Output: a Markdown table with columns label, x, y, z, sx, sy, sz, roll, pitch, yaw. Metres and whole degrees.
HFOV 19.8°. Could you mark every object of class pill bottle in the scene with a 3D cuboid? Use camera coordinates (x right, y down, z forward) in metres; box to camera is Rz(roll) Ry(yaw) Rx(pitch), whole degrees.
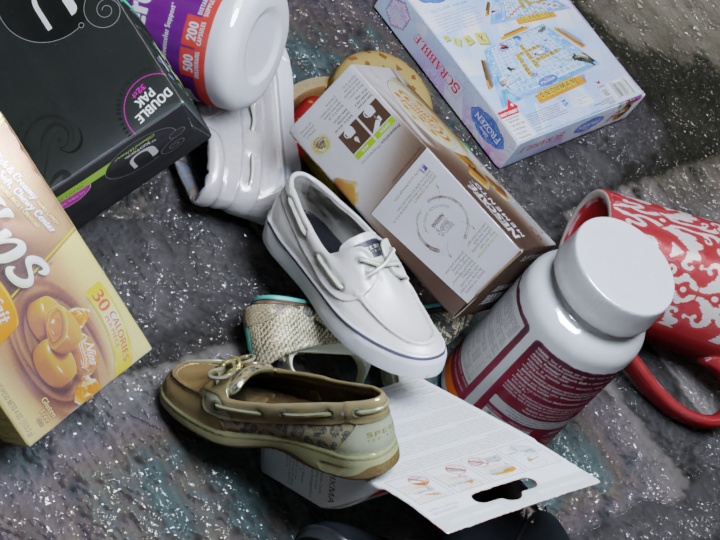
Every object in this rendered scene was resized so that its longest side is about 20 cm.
| label | x | y | z | sx | sy | sz | roll | pitch | yaw |
| --- | --- | --- | --- | --- | --- | --- | --- | --- | --- |
| pill bottle | -0.164 | -0.204 | 1.638 | 0.199 | 0.113 | 0.113 | 18 | 39 | 19 |
| pill bottle | 0.155 | 0.052 | 1.618 | 0.109 | 0.200 | 0.110 | 19 | 47 | -21 |

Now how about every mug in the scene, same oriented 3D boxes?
| label | x | y | z | sx | sy | sz | roll | pitch | yaw |
| --- | --- | --- | --- | --- | --- | --- | --- | --- | --- |
| mug | 0.279 | 0.025 | 1.782 | 0.199 | 0.134 | 0.178 | 19 | 45 | -16 |

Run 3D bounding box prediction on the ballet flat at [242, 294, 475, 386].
| label | x | y | z | sx | sy | sz | roll | pitch | yaw |
| --- | --- | --- | --- | --- | --- | --- | --- | --- | --- |
| ballet flat | 0.000 | 0.060 | 1.616 | 0.199 | 0.068 | 0.076 | 2 | 76 | -27 |

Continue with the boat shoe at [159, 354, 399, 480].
| label | x | y | z | sx | sy | sz | roll | pitch | yaw |
| --- | --- | --- | --- | --- | --- | --- | --- | --- | --- |
| boat shoe | -0.059 | 0.091 | 1.475 | 0.199 | 0.063 | 0.073 | 13 | 32 | 28 |

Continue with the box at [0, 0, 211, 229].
| label | x | y | z | sx | sy | sz | roll | pitch | yaw |
| --- | --- | --- | --- | --- | --- | --- | --- | --- | --- |
| box | -0.229 | -0.151 | 1.521 | 0.201 | 0.148 | 0.124 | 57 | 1 | 10 |

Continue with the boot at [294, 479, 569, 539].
| label | x | y | z | sx | sy | sz | roll | pitch | yaw |
| --- | --- | --- | --- | --- | --- | --- | --- | --- | --- |
| boot | 0.055 | 0.207 | 1.512 | 0.200 | 0.076 | 0.168 | 37 | 44 | -8 |

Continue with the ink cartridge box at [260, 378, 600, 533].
| label | x | y | z | sx | sy | sz | roll | pitch | yaw |
| --- | --- | --- | --- | --- | --- | --- | --- | --- | --- |
| ink cartridge box | 0.049 | 0.148 | 1.505 | 0.159 | 0.048 | 0.200 | -12 | 28 | -40 |

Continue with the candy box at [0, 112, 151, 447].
| label | x | y | z | sx | sy | sz | roll | pitch | yaw |
| --- | --- | --- | --- | --- | --- | --- | --- | --- | --- |
| candy box | -0.245 | 0.006 | 1.407 | 0.115 | 0.055 | 0.201 | -39 | 107 | -25 |

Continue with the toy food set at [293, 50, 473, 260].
| label | x | y | z | sx | sy | sz | roll | pitch | yaw |
| --- | --- | --- | --- | --- | --- | --- | --- | --- | --- |
| toy food set | 0.015 | -0.092 | 1.753 | 0.200 | 0.049 | 0.198 | -25 | 72 | -45 |

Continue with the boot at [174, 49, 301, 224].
| label | x | y | z | sx | sy | sz | roll | pitch | yaw |
| --- | --- | --- | --- | --- | --- | --- | --- | --- | --- |
| boot | -0.109 | -0.132 | 1.680 | 0.095 | 0.074 | 0.201 | 13 | 50 | -34 |

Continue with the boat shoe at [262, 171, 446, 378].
| label | x | y | z | sx | sy | sz | roll | pitch | yaw |
| --- | --- | --- | --- | --- | --- | --- | --- | --- | --- |
| boat shoe | 0.000 | 0.000 | 1.569 | 0.072 | 0.066 | 0.200 | -11 | 46 | -36 |

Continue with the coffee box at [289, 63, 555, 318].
| label | x | y | z | sx | sy | sz | roll | pitch | yaw |
| --- | --- | --- | --- | --- | --- | --- | --- | --- | --- |
| coffee box | 0.050 | -0.064 | 1.630 | 0.200 | 0.080 | 0.114 | 49 | 17 | 11 |

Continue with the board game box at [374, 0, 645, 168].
| label | x | y | z | sx | sy | sz | roll | pitch | yaw |
| --- | --- | --- | --- | --- | --- | --- | --- | --- | --- |
| board game box | 0.142 | -0.207 | 1.940 | 0.199 | 0.041 | 0.200 | -22 | 70 | -43 |
